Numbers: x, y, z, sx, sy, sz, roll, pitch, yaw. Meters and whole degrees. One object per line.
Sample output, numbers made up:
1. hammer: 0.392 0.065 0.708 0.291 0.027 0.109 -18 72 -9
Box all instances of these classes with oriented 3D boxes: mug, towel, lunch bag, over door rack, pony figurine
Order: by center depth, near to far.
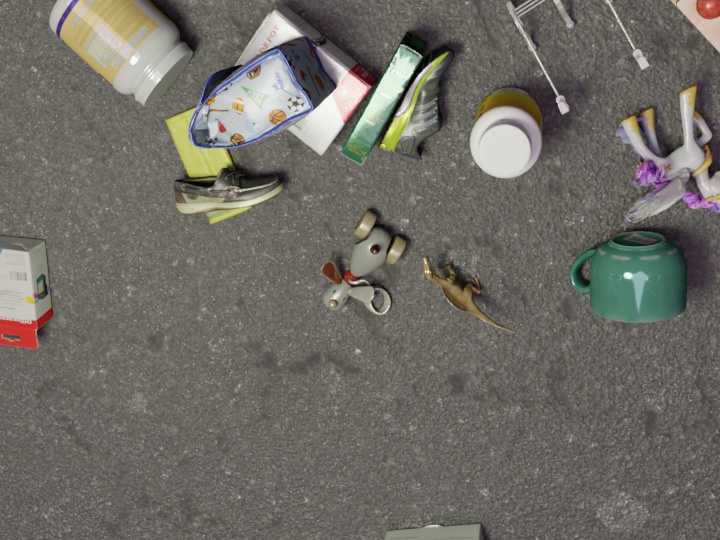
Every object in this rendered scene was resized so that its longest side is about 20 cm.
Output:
1. lunch bag: -0.159 -0.261 1.441 0.199 0.170 0.125 -28 101 21
2. over door rack: 0.329 -0.357 1.445 0.147 0.066 0.202 -29 83 21
3. pony figurine: 0.482 -0.156 1.474 0.191 0.166 0.202 -25 90 12
4. mug: 0.433 0.004 1.533 0.182 0.152 0.116 -1 109 12
5. towel: -0.266 -0.188 1.671 0.085 0.018 0.202 -19 106 12

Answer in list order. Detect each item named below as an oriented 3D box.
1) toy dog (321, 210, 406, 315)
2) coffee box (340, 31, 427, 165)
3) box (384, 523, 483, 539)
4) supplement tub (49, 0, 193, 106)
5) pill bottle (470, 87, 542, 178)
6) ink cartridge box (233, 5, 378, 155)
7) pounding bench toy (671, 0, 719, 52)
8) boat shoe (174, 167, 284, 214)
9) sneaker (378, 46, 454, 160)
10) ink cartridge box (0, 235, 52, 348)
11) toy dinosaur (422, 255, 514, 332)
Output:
1. toy dog: 0.000 0.000 1.648 0.130 0.096 0.202 16 114 5
2. coffee box: 0.039 -0.276 1.516 0.044 0.123 0.201 29 113 -5
3. box: 0.153 0.619 1.849 0.196 0.131 0.202 -8 111 14
4. supplement tub: -0.387 -0.382 1.544 0.200 0.146 0.145 43 113 -7
5. pill bottle: 0.226 -0.210 1.461 0.108 0.200 0.111 4 112 9
6. ink cartridge box: -0.094 -0.312 1.547 0.199 0.084 0.146 38 114 -5
7. pounding bench toy: 0.556 -0.414 1.337 0.124 0.156 0.200 42 113 -7
8. boat shoe: -0.232 -0.144 1.635 0.198 0.072 0.067 -9 113 15
9. sneaker: 0.106 -0.270 1.539 0.080 0.074 0.201 26 122 -7
10. ink cartridge box: -0.661 0.041 1.812 0.115 0.067 0.203 6 113 9
11. toy dinosaur: 0.174 0.047 1.629 0.199 0.101 0.058 39 114 -5
